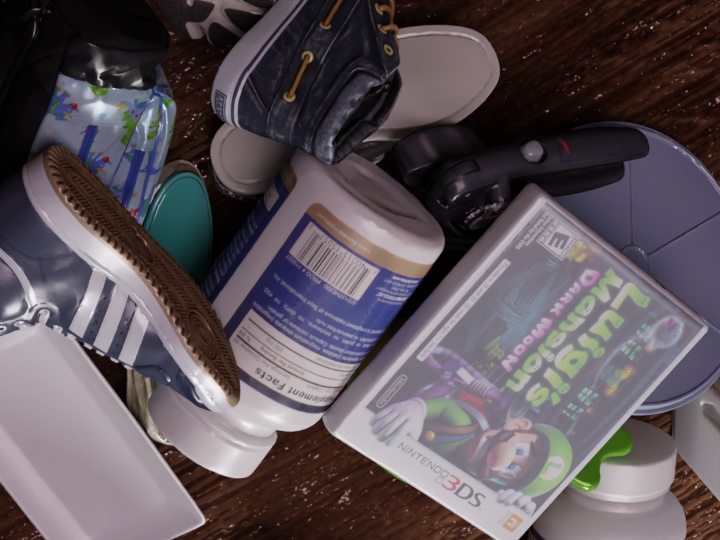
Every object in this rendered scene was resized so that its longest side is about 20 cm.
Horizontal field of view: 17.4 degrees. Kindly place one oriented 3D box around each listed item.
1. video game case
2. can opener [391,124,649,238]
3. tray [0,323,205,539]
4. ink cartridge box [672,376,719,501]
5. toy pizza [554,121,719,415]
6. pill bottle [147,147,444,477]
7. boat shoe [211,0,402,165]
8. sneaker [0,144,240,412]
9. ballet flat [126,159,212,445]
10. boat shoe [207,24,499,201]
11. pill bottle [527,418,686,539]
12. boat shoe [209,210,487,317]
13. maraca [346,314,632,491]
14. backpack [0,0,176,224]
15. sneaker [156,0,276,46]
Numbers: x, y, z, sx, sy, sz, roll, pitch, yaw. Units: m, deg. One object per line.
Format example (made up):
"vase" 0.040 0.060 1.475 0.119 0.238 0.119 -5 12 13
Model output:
"video game case" 0.102 0.065 1.493 0.182 0.023 0.200 35 100 -37
"can opener" 0.113 -0.068 1.501 0.199 0.063 0.079 -9 73 -38
"tray" -0.196 0.112 1.554 0.107 0.022 0.200 -26 118 14
"ink cartridge box" 0.337 0.109 1.662 0.199 0.145 0.085 -5 114 -15
"toy pizza" 0.177 -0.001 1.591 0.199 0.032 0.202 6 78 -27
"pill bottle" -0.045 0.028 1.464 0.111 0.111 0.200 28 108 -25
"boat shoe" 0.000 -0.149 1.444 0.201 0.091 0.071 -54 159 -24
"sneaker" -0.161 0.025 1.371 0.108 0.070 0.200 -30 120 15
"ballet flat" -0.135 0.019 1.522 0.067 0.062 0.201 -15 118 -36
"boat shoe" -0.005 -0.098 1.520 0.199 0.060 0.074 -28 86 -9
"pill bottle" 0.172 0.210 1.670 0.112 0.112 0.201 -1 112 -17
"boat shoe" 0.000 0.000 1.557 0.199 0.064 0.071 -10 114 -13
"maraca" 0.088 0.087 1.588 0.199 0.107 0.138 6 75 -10
"backpack" -0.185 -0.083 1.420 0.153 0.163 0.201 15 113 -37
"sneaker" -0.076 -0.230 1.437 0.080 0.084 0.201 14 125 7
